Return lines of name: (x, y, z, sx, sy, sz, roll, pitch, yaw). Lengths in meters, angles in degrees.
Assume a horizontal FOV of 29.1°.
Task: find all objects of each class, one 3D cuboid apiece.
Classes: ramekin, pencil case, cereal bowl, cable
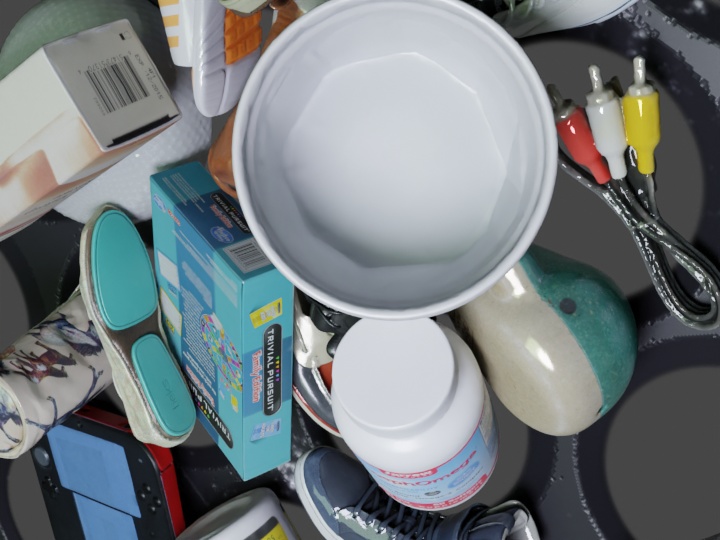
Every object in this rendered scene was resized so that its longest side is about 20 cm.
ramekin: (0.023, -0.070, 0.880, 0.197, 0.105, 0.203, 0, 90, 3)
pencil case: (-0.251, 0.073, 1.153, 0.089, 0.200, 0.078, 46, 130, 1)
cereal bowl: (-0.222, -0.124, 1.122, 0.198, 0.083, 0.203, 13, 118, 25)
cable: (0.181, -0.044, 0.939, 0.096, 0.050, 0.202, -12, 104, 37)

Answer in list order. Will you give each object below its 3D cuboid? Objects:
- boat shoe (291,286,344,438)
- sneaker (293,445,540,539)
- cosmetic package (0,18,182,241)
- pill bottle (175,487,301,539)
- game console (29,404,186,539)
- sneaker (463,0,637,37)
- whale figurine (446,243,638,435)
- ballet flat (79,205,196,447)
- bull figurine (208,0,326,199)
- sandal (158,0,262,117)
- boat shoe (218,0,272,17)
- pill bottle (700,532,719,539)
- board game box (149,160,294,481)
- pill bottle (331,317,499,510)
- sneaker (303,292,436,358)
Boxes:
boat shoe: (-0.034, 0.036, 1.092, 0.062, 0.071, 0.202, -24, 92, 40)
sneaker: (0.051, 0.197, 1.098, 0.202, 0.077, 0.146, 45, 138, -6)
cosmetic package: (-0.242, -0.094, 1.033, 0.199, 0.103, 0.088, -27, 96, 37)
pill bottle: (-0.076, 0.302, 1.208, 0.111, 0.111, 0.202, -26, 97, 36)
game console: (-0.236, 0.209, 1.289, 0.198, 0.031, 0.179, 12, 117, 40)
sneaker: (0.110, -0.182, 0.907, 0.198, 0.071, 0.074, -17, 102, 35)
whale figurine: (0.117, 0.018, 0.986, 0.200, 0.103, 0.160, 50, 165, 27)
ballet flat: (-0.192, 0.050, 1.121, 0.062, 0.067, 0.203, -11, 97, 46)
bull figurine: (-0.038, -0.129, 1.014, 0.121, 0.065, 0.201, 36, 116, 9)
sandal: (-0.116, -0.221, 1.026, 0.059, 0.079, 0.210, 9, 107, 28)
boat shoe: (-0.039, -0.257, 0.928, 0.202, 0.075, 0.075, -41, 127, 19)
pill bottle: (0.247, 0.253, 0.994, 0.199, 0.113, 0.114, -30, 95, 36)
board game box: (-0.109, 0.039, 1.091, 0.151, 0.046, 0.202, 45, 144, 40)
pill bottle: (0.039, 0.099, 0.989, 0.107, 0.200, 0.110, -4, 69, 10)
sneaker: (0.000, 0.000, 1.001, 0.076, 0.090, 0.202, 50, 160, 48)
